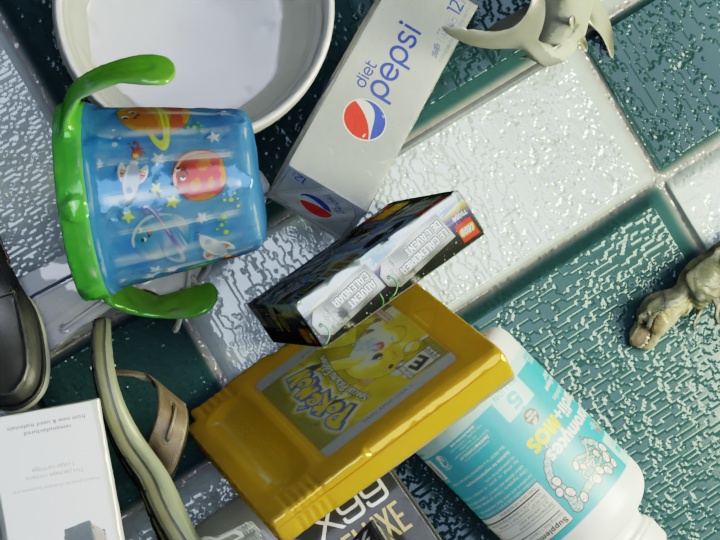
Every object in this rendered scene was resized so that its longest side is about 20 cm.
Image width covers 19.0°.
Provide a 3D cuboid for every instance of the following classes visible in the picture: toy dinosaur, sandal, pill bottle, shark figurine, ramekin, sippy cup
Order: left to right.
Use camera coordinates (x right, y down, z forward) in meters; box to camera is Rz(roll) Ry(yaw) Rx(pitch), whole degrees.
[{"bbox_3d":[-0.140,0.124,1.507,0.057,0.080,0.201,-25,84,-11],"label":"sandal"},{"bbox_3d":[-0.132,-0.054,1.451,0.130,0.178,0.140,-7,72,1],"label":"sippy cup"},{"bbox_3d":[-0.125,-0.183,1.559,0.200,0.105,0.201,1,84,-9],"label":"ramekin"},{"bbox_3d":[0.126,-0.185,1.600,0.089,0.215,0.128,-7,119,24],"label":"shark figurine"},{"bbox_3d":[0.130,0.146,1.566,0.200,0.111,0.111,45,80,-3],"label":"pill bottle"},{"bbox_3d":[0.297,0.004,1.640,0.200,0.047,0.088,-43,86,-13],"label":"toy dinosaur"}]

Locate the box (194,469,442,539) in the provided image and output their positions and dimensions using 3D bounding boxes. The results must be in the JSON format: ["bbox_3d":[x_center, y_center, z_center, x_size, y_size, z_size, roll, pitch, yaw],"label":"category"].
[{"bbox_3d":[-0.039,0.225,1.532,0.200,0.050,0.158,-34,79,-1],"label":"box"}]

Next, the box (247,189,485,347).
[{"bbox_3d":[0.000,0.000,1.512,0.137,0.200,0.040,-36,96,-10],"label":"box"}]

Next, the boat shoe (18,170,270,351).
[{"bbox_3d":[-0.146,0.003,1.554,0.202,0.075,0.086,-27,89,-8],"label":"boat shoe"}]

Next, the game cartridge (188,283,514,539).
[{"bbox_3d":[-0.014,0.090,1.521,0.200,0.176,0.032,-34,122,-11],"label":"game cartridge"}]

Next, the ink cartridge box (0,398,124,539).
[{"bbox_3d":[-0.206,0.196,1.490,0.084,0.146,0.201,-10,87,-10],"label":"ink cartridge box"}]

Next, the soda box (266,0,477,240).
[{"bbox_3d":[0.009,-0.125,1.568,0.068,0.063,0.200,30,64,-6],"label":"soda box"}]

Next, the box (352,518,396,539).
[{"bbox_3d":[0.001,0.299,1.473,0.198,0.050,0.200,-41,123,4],"label":"box"}]

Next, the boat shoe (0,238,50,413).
[{"bbox_3d":[-0.278,0.007,1.507,0.074,0.063,0.202,-25,71,2],"label":"boat shoe"}]
